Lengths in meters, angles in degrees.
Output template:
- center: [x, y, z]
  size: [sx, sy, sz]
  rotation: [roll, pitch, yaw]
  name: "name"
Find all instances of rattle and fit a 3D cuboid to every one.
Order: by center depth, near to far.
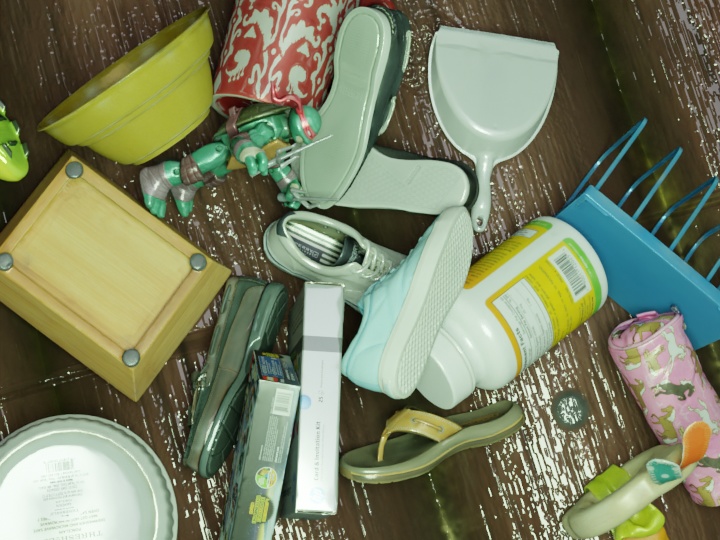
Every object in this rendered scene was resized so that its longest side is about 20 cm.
- center: [0.288, 0.232, 1.255]
  size: [0.129, 0.200, 0.144]
  rotation: [-13, 74, -36]
  name: "rattle"

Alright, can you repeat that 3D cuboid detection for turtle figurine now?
- center: [-0.100, -0.104, 1.262]
  size: [0.198, 0.150, 0.102]
  rotation: [-17, 70, 19]
  name: "turtle figurine"

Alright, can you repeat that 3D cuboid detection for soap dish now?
- center: [-0.243, 0.000, 1.269]
  size: [0.199, 0.081, 0.158]
  rotation: [37, 74, -3]
  name: "soap dish"

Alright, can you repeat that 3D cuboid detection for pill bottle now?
- center: [0.135, 0.044, 1.306]
  size: [0.199, 0.111, 0.112]
  rotation: [-35, 86, -23]
  name: "pill bottle"

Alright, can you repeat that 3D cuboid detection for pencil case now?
- center: [0.321, 0.135, 1.329]
  size: [0.086, 0.083, 0.201]
  rotation: [-31, 98, -11]
  name: "pencil case"

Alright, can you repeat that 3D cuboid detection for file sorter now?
- center: [0.306, -0.035, 1.356]
  size: [0.199, 0.139, 0.123]
  rotation: [39, 70, -1]
  name: "file sorter"

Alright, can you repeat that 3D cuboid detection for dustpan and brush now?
- center: [0.132, -0.142, 1.394]
  size: [0.138, 0.057, 0.202]
  rotation: [7, 70, -8]
  name: "dustpan and brush"

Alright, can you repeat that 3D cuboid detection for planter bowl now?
- center: [-0.201, -0.158, 1.271]
  size: [0.200, 0.200, 0.084]
  rotation: [-40, 108, -16]
  name: "planter bowl"

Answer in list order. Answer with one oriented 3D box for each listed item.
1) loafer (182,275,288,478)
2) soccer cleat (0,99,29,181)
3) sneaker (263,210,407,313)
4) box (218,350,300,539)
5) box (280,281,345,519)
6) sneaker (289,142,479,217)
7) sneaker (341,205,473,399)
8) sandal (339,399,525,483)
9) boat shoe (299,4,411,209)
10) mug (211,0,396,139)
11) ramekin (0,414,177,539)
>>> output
- center: [-0.130, 0.098, 1.285]
  size: [0.062, 0.072, 0.202]
  rotation: [16, 67, 14]
  name: "loafer"
- center: [-0.401, -0.152, 1.292]
  size: [0.084, 0.065, 0.200]
  rotation: [-44, 93, 13]
  name: "soccer cleat"
- center: [0.000, 0.000, 1.320]
  size: [0.198, 0.071, 0.074]
  rotation: [19, 75, -9]
  name: "sneaker"
- center: [-0.094, 0.183, 1.199]
  size: [0.039, 0.137, 0.202]
  rotation: [10, 95, -7]
  name: "box"
- center: [-0.045, 0.125, 1.242]
  size: [0.041, 0.156, 0.203]
  rotation: [2, 78, -8]
  name: "box"
- center: [0.030, -0.090, 1.354]
  size: [0.198, 0.099, 0.072]
  rotation: [13, 92, 23]
  name: "sneaker"
- center: [0.038, 0.019, 1.235]
  size: [0.081, 0.074, 0.201]
  rotation: [11, 57, 28]
  name: "sneaker"
- center: [0.066, 0.152, 1.294]
  size: [0.198, 0.080, 0.055]
  rotation: [-18, 103, -20]
  name: "sandal"
- center: [0.000, -0.152, 1.284]
  size: [0.075, 0.202, 0.060]
  rotation: [37, 29, 28]
  name: "boat shoe"
- center: [-0.050, -0.237, 1.335]
  size: [0.176, 0.133, 0.202]
  rotation: [19, 78, -5]
  name: "mug"
- center: [-0.261, 0.226, 1.204]
  size: [0.198, 0.105, 0.203]
  rotation: [2, 78, -10]
  name: "ramekin"
